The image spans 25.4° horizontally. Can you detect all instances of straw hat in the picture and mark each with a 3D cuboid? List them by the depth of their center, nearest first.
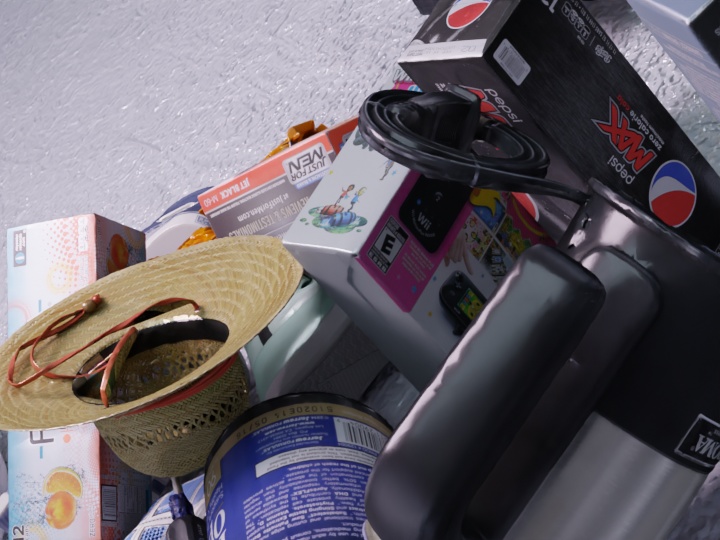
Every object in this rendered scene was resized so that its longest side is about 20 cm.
[{"bbox_3d":[-0.107,0.065,0.878,0.200,0.085,0.201,-19,23,8],"label":"straw hat"}]

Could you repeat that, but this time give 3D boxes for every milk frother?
[{"bbox_3d":[0.058,0.039,0.706,0.189,0.180,0.200,-57,39,7],"label":"milk frother"}]

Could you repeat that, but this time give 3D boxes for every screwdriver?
[{"bbox_3d":[-0.107,0.118,0.893,0.029,0.028,0.200,-10,36,-15],"label":"screwdriver"}]

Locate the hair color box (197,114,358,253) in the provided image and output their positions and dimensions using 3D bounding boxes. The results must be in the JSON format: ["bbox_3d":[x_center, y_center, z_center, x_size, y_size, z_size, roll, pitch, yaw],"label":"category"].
[{"bbox_3d":[0.007,-0.065,0.980,0.111,0.064,0.200,-23,6,37],"label":"hair color box"}]

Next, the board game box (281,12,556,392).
[{"bbox_3d":[0.067,-0.045,0.883,0.064,0.148,0.201,5,56,47],"label":"board game box"}]

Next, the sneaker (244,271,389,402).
[{"bbox_3d":[0.000,0.000,0.986,0.200,0.074,0.118,-45,35,6],"label":"sneaker"}]

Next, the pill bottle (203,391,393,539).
[{"bbox_3d":[-0.017,0.159,0.776,0.112,0.112,0.200,-37,30,14],"label":"pill bottle"}]

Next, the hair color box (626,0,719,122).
[{"bbox_3d":[0.200,-0.067,0.617,0.099,0.200,0.061,-43,29,3],"label":"hair color box"}]

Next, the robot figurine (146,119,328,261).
[{"bbox_3d":[-0.066,-0.041,1.079,0.145,0.058,0.200,-40,5,30],"label":"robot figurine"}]

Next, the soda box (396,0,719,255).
[{"bbox_3d":[0.111,-0.061,0.795,0.071,0.200,0.063,5,56,54],"label":"soda box"}]

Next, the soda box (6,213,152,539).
[{"bbox_3d":[-0.171,0.071,0.975,0.068,0.064,0.201,-8,76,22],"label":"soda box"}]

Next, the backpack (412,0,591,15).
[{"bbox_3d":[0.093,-0.265,1.101,0.154,0.201,0.190,-27,6,-38],"label":"backpack"}]

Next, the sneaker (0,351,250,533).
[{"bbox_3d":[-0.151,0.102,1.069,0.199,0.081,0.115,-45,17,9],"label":"sneaker"}]

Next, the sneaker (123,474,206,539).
[{"bbox_3d":[-0.111,0.182,0.920,0.200,0.076,0.077,-39,22,-8],"label":"sneaker"}]

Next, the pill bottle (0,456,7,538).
[{"bbox_3d":[-0.323,0.146,1.169,0.113,0.112,0.200,-48,29,-4],"label":"pill bottle"}]

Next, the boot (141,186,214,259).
[{"bbox_3d":[-0.171,0.016,1.215,0.200,0.073,0.090,-35,15,18],"label":"boot"}]
